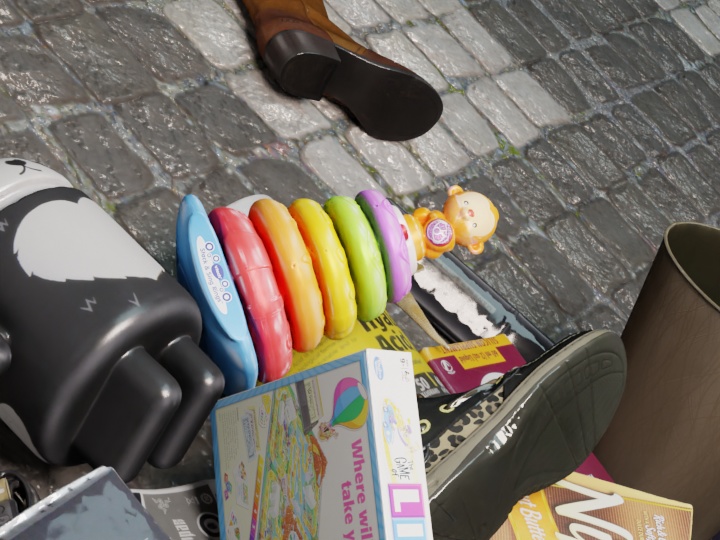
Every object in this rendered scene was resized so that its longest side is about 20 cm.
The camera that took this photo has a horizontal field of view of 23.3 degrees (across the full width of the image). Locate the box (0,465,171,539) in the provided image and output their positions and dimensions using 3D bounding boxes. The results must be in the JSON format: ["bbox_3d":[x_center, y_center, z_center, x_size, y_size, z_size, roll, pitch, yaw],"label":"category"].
[{"bbox_3d":[-0.108,0.215,0.768,0.200,0.148,0.104,47,47,12],"label":"box"}]

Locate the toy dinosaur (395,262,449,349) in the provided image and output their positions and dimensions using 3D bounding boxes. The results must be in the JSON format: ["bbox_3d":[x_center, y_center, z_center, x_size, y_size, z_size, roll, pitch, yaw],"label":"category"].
[{"bbox_3d":[0.000,0.000,1.234,0.100,0.059,0.200,2,14,-14],"label":"toy dinosaur"}]

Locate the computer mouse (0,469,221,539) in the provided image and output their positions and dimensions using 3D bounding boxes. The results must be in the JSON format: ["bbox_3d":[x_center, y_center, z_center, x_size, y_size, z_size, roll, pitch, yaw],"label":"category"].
[{"bbox_3d":[-0.116,0.158,0.962,0.198,0.044,0.110,4,41,-40],"label":"computer mouse"}]

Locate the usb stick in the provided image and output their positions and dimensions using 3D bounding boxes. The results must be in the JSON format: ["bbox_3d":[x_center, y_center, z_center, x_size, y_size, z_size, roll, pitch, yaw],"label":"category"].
[{"bbox_3d":[0.074,0.023,1.360,0.200,0.056,0.033,41,-15,-1],"label":"usb stick"}]

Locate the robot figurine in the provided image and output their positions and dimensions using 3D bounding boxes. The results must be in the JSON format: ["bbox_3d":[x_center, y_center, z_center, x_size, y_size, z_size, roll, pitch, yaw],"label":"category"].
[{"bbox_3d":[-0.168,0.025,0.972,0.200,0.125,0.151,42,-15,20],"label":"robot figurine"}]

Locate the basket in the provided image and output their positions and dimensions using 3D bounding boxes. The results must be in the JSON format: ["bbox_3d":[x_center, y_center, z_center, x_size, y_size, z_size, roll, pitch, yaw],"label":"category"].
[{"bbox_3d":[0.236,0.096,1.216,0.179,0.201,0.136,33,29,4],"label":"basket"}]

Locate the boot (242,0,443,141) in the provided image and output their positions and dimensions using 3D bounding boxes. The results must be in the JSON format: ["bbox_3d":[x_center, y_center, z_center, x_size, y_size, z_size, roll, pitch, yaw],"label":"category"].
[{"bbox_3d":[-0.031,-0.207,1.547,0.187,0.069,0.201,10,34,-32],"label":"boot"}]

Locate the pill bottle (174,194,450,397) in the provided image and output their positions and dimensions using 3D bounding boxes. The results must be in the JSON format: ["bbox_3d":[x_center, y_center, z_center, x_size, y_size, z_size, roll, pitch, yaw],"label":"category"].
[{"bbox_3d":[-0.033,0.052,1.128,0.201,0.111,0.111,51,31,17],"label":"pill bottle"}]

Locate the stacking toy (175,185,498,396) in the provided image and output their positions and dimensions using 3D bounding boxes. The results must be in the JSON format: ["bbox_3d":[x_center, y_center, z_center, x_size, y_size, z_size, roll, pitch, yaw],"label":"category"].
[{"bbox_3d":[-0.007,-0.006,1.044,0.198,0.110,0.117,-17,74,-12],"label":"stacking toy"}]

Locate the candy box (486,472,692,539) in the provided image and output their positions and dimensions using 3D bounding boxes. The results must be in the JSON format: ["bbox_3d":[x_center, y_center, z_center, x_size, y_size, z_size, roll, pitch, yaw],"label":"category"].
[{"bbox_3d":[0.115,0.190,0.947,0.114,0.056,0.200,16,31,5],"label":"candy box"}]

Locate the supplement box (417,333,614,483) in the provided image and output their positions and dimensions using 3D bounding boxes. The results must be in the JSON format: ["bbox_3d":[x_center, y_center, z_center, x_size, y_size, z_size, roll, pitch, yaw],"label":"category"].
[{"bbox_3d":[0.102,0.150,1.185,0.110,0.086,0.201,-6,55,-53],"label":"supplement box"}]

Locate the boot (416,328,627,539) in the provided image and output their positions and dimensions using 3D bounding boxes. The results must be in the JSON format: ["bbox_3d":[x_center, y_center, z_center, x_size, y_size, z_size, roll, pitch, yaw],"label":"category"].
[{"bbox_3d":[0.042,0.083,1.001,0.153,0.074,0.203,19,46,43],"label":"boot"}]

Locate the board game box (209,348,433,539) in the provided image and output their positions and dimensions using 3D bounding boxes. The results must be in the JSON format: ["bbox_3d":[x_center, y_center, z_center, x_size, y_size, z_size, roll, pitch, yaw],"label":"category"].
[{"bbox_3d":[-0.019,0.155,0.911,0.034,0.134,0.202,7,71,-42],"label":"board game box"}]

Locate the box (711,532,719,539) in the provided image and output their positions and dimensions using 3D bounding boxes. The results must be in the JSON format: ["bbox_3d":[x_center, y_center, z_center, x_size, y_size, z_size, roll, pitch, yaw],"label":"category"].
[{"bbox_3d":[0.321,0.185,1.283,0.078,0.141,0.202,-1,67,-33],"label":"box"}]
